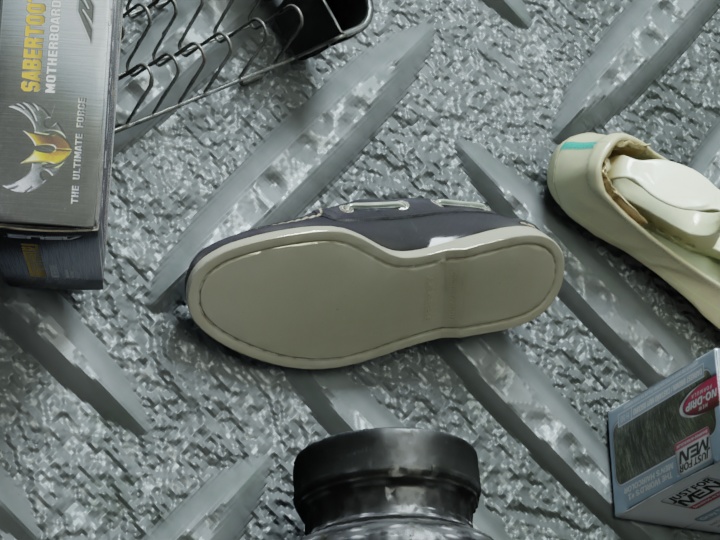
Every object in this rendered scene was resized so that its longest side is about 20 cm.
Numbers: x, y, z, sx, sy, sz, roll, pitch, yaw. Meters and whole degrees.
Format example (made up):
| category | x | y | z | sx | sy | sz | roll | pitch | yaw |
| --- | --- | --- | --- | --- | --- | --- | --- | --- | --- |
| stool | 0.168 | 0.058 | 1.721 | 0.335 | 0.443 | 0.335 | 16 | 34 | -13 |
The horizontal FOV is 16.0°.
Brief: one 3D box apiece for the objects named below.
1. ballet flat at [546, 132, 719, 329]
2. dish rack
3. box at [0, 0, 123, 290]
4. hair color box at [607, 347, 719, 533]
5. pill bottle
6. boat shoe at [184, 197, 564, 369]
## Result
| category | x | y | z | sx | sy | sz | roll | pitch | yaw |
| --- | --- | --- | --- | --- | --- | --- | --- | --- | --- |
| ballet flat | 0.189 | -0.013 | 1.343 | 0.200 | 0.069 | 0.070 | 29 | 56 | -16 |
| dish rack | -0.108 | -0.146 | 1.237 | 0.200 | 0.055 | 0.154 | -25 | 81 | -36 |
| box | -0.129 | -0.102 | 1.108 | 0.048 | 0.158 | 0.201 | 4 | 81 | -5 |
| hair color box | 0.236 | 0.097 | 1.297 | 0.199 | 0.099 | 0.061 | 10 | 63 | -27 |
| pill bottle | 0.016 | 0.177 | 1.121 | 0.111 | 0.112 | 0.201 | 10 | 62 | -26 |
| boat shoe | 0.000 | 0.000 | 1.243 | 0.199 | 0.073 | 0.063 | -4 | 27 | -26 |
